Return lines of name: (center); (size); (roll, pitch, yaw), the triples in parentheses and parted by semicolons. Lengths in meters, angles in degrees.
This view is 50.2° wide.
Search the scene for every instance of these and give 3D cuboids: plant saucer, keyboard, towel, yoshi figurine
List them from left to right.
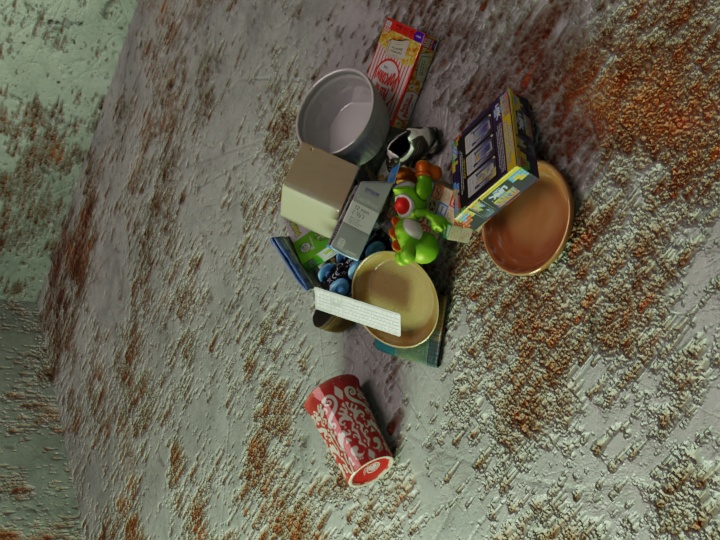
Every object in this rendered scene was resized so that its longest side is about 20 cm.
towel: (-0.137, -0.016, 1.759); (0.024, 0.200, 0.148); (-34, 85, 9)
keyboard: (-0.007, 0.082, 1.549); (0.197, 0.011, 0.057); (16, 135, 24)
plant saucer: (0.074, 0.054, 1.529); (0.197, 0.035, 0.204); (12, 114, 29)
towel: (0.103, 0.109, 1.579); (0.198, 0.021, 0.150); (10, 94, 51)
yoshi figurine: (0.111, -0.097, 1.463); (0.113, 0.110, 0.204); (86, -168, -70)
plant saucer: (0.296, -0.091, 1.343); (0.199, 0.037, 0.204); (-14, 72, 51)

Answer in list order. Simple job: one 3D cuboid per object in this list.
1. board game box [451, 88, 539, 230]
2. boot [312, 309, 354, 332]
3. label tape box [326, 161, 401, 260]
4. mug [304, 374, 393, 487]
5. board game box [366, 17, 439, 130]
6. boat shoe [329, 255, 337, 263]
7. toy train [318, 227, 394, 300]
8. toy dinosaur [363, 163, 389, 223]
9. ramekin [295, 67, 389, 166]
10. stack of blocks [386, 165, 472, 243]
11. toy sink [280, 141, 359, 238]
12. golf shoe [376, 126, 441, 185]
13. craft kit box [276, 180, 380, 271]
board game box: (0.236, -0.199, 1.377); (0.165, 0.056, 0.203); (-39, 35, 41)
boot: (-0.015, 0.065, 1.713); (0.200, 0.075, 0.074); (-42, 45, 18)
label tape box: (0.005, -0.124, 1.488); (0.143, 0.065, 0.203); (-158, 92, -84)
mug: (-0.012, 0.349, 1.636); (0.132, 0.178, 0.201); (-33, 55, 1)
board game box: (0.079, -0.430, 1.675); (0.151, 0.046, 0.203); (41, 117, 47)
boat shoe: (-0.071, -0.055, 1.790); (0.199, 0.071, 0.074); (27, 105, 51)
toy train: (0.000, 0.000, 1.612); (0.200, 0.114, 0.087); (-46, 44, 4)
toy dinosaur: (0.034, -0.165, 1.647); (0.202, 0.057, 0.102); (-111, 30, -47)
ramekin: (-0.031, -0.315, 1.637); (0.197, 0.105, 0.204); (-12, 66, 29)
stack of blocks: (0.143, -0.120, 1.530); (0.199, 0.058, 0.117); (36, 113, 49)
toy sink: (-0.088, -0.167, 1.616); (0.200, 0.128, 0.114); (114, 179, -74)
golf shoe: (0.077, -0.241, 1.610); (0.200, 0.093, 0.079); (-42, 54, 43)
craft kit box: (-0.078, -0.129, 1.760); (0.196, 0.048, 0.202); (-34, 53, 10)
